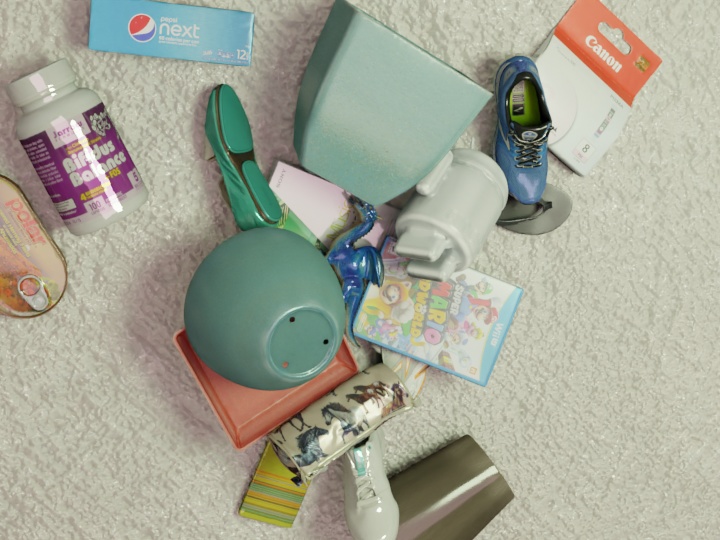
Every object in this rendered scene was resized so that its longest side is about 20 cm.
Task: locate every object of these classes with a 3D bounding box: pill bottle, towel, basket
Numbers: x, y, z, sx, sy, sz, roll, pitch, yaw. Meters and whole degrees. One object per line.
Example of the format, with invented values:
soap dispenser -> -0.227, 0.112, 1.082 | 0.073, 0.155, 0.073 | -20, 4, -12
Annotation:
pill bottle -> -0.353, -0.154, 1.330 | 0.112, 0.112, 0.201 | -27, 107, -4
towel -> -0.100, 0.268, 1.535 | 0.086, 0.018, 0.201 | 20, 97, -21
basket -> 0.109, 0.339, 1.537 | 0.200, 0.136, 0.181 | -35, 114, -6

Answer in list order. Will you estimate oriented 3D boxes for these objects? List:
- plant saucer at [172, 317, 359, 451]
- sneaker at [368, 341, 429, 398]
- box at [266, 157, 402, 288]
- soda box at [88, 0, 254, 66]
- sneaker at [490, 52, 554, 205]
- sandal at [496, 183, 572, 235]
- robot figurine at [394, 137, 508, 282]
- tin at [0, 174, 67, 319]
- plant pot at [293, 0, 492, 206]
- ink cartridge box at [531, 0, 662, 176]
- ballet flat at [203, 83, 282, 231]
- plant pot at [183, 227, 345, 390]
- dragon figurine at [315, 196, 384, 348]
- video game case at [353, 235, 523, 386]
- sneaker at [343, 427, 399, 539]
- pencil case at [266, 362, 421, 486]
plant saucer -> -0.122, 0.103, 1.394 | 0.199, 0.037, 0.201 | -32, 119, -14
sneaker -> 0.066, 0.097, 1.500 | 0.092, 0.076, 0.201 | 27, 95, -12
box -> -0.051, -0.049, 1.458 | 0.199, 0.036, 0.145 | 21, 98, -15
soda box -> -0.235, -0.299, 1.345 | 0.199, 0.064, 0.068 | 4, 102, -13
sneaker -> 0.211, -0.177, 1.413 | 0.078, 0.089, 0.201 | -9, 115, 3
sandal -> 0.202, -0.091, 1.497 | 0.199, 0.043, 0.077 | 7, 102, -13
robot figurine -> 0.120, -0.078, 1.401 | 0.201, 0.112, 0.170 | -58, 141, -28
tin -> -0.453, -0.033, 1.377 | 0.112, 0.042, 0.201 | -28, 107, 0
plant pot -> 0.015, -0.200, 1.360 | 0.196, 0.196, 0.201 | 28, 103, -17
ink cartridge box -> 0.307, -0.256, 1.479 | 0.162, 0.057, 0.200 | 37, 98, -17
ballet flat -> -0.167, -0.138, 1.390 | 0.070, 0.067, 0.201 | -24, 85, 30
plant pot -> -0.096, 0.062, 1.293 | 0.199, 0.135, 0.201 | -10, 112, -25
dragon figurine -> 0.000, 0.000, 1.418 | 0.099, 0.059, 0.201 | -17, 90, 5
video game case -> 0.102, 0.055, 1.456 | 0.199, 0.018, 0.144 | 21, 93, 0
sneaker -> 0.004, 0.277, 1.461 | 0.075, 0.201, 0.089 | -12, 142, 4
pencil case -> -0.020, 0.200, 1.423 | 0.199, 0.078, 0.090 | -32, 63, -16
